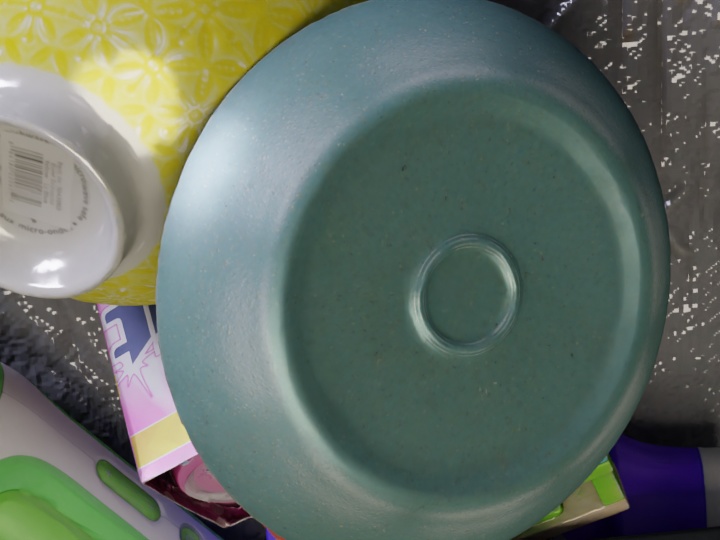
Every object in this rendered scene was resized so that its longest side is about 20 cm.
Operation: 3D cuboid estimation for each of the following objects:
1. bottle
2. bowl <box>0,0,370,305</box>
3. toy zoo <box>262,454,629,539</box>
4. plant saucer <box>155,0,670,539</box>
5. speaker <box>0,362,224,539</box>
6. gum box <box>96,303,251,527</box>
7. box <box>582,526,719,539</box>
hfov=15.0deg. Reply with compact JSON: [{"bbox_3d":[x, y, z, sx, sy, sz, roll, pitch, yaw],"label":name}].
[{"bbox_3d":[0.060,0.104,1.168,0.200,0.065,0.084,-3,131,1],"label":"bottle"},{"bbox_3d":[-0.099,-0.054,0.956,0.200,0.108,0.200,12,132,13],"label":"bowl"},{"bbox_3d":[0.021,0.067,1.039,0.131,0.020,0.200,-21,149,7],"label":"toy zoo"},{"bbox_3d":[0.029,0.007,0.930,0.200,0.036,0.200,-4,98,-26],"label":"plant saucer"},{"bbox_3d":[-0.118,0.119,1.166,0.088,0.089,0.200,-36,119,23],"label":"speaker"},{"bbox_3d":[0.000,0.000,1.054,0.200,0.114,0.066,-29,147,19],"label":"gum box"},{"bbox_3d":[0.082,0.200,1.156,0.148,0.107,0.200,-4,151,-12],"label":"box"}]
